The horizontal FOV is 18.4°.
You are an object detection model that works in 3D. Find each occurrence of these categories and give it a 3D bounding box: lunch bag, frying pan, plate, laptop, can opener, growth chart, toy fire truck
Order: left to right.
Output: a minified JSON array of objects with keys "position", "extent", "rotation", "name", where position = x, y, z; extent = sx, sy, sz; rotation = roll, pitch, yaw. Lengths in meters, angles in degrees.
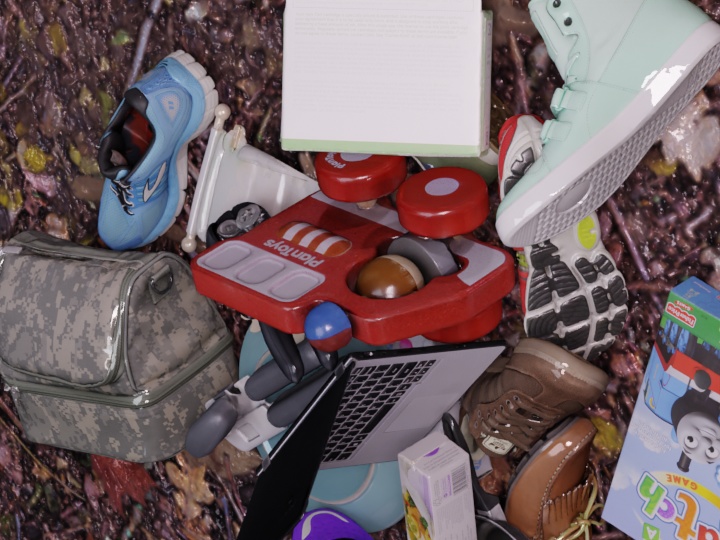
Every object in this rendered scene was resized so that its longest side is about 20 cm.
[{"position":[-0.213,0.053,1.860],"extent":[0.199,0.139,0.169],"rotation":[8,121,42],"name":"lunch bag"},{"position":[-0.073,0.106,1.721],"extent":[0.053,0.067,0.200],"rotation":[49,146,-5],"name":"can opener"},{"position":[-0.073,-0.026,1.744],"extent":[0.200,0.018,0.146],"rotation":[35,114,38],"name":"growth chart"},{"position":[-0.062,0.015,1.665],"extent":[0.200,0.063,0.079],"rotation":[52,169,50],"name":"can opener"},{"position":[-0.031,0.118,1.757],"extent":[0.199,0.026,0.202],"rotation":[20,120,38],"name":"plate"},{"position":[-0.003,0.148,1.565],"extent":[0.187,0.199,0.117],"rotation":[-52,50,52],"name":"laptop"},{"position":[0.000,0.000,1.557],"extent":[0.199,0.168,0.113],"rotation":[24,135,41],"name":"toy fire truck"},{"position":[0.090,0.196,1.636],"extent":[0.191,0.031,0.115],"rotation":[63,149,2],"name":"frying pan"}]

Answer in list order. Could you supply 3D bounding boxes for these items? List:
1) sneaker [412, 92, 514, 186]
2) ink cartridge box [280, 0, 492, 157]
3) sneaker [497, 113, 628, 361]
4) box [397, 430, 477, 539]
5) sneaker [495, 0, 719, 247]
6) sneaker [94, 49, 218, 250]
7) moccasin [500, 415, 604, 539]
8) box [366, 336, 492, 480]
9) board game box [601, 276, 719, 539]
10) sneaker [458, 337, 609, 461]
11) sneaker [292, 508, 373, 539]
[{"position":[0.028,-0.134,1.618],"extent":[0.201,0.067,0.090],"rotation":[52,129,9],"name":"sneaker"},{"position":[0.019,-0.181,1.543],"extent":[0.144,0.048,0.202],"rotation":[3,96,13],"name":"ink cartridge box"},{"position":[0.139,-0.023,1.572],"extent":[0.085,0.076,0.201],"rotation":[-106,3,-58],"name":"sneaker"},{"position":[0.061,0.210,1.629],"extent":[0.039,0.041,0.201],"rotation":[35,143,45],"name":"box"},{"position":[0.137,-0.114,1.473],"extent":[0.200,0.074,0.118],"rotation":[-46,68,-2],"name":"sneaker"},{"position":[-0.189,-0.092,1.821],"extent":[0.078,0.090,0.201],"rotation":[42,135,21],"name":"sneaker"},{"position":[0.143,0.190,1.648],"extent":[0.078,0.074,0.202],"rotation":[34,128,25],"name":"moccasin"},{"position":[0.014,0.066,1.738],"extent":[0.155,0.041,0.201],"rotation":[-1,108,44],"name":"box"},{"position":[0.258,0.126,1.542],"extent":[0.151,0.037,0.201],"rotation":[32,127,29],"name":"board game box"},{"position":[0.119,0.100,1.573],"extent":[0.070,0.076,0.200],"rotation":[26,168,-6],"name":"sneaker"},{"position":[0.001,0.234,1.686],"extent":[0.200,0.069,0.100],"rotation":[-122,19,-46],"name":"sneaker"}]
